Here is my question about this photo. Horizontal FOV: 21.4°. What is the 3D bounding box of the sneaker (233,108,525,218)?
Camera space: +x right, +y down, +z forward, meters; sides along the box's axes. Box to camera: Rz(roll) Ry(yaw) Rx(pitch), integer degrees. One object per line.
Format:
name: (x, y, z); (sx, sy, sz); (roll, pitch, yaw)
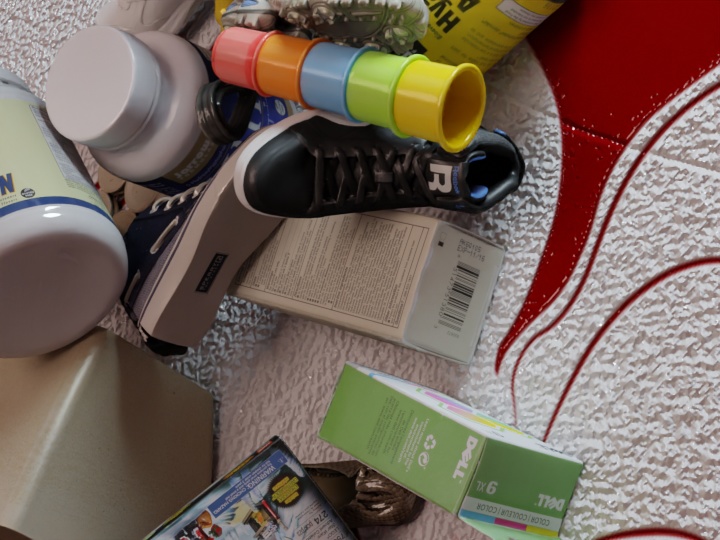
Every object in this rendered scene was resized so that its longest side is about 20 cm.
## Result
sneaker: (0.022, -0.072, 1.310); (0.112, 0.199, 0.073); (24, 121, 59)

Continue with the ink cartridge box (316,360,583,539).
ink cartridge box: (0.075, 0.128, 1.262); (0.200, 0.104, 0.060); (25, 94, 47)

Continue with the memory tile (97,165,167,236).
memory tile: (-0.175, -0.096, 1.658); (0.153, 0.017, 0.201); (30, 98, 46)

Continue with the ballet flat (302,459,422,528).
ballet flat: (-0.040, 0.170, 1.402); (0.199, 0.046, 0.068); (-12, 66, 42)

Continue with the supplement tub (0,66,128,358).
supplement tub: (-0.274, -0.048, 1.448); (0.145, 0.145, 0.200); (-49, 50, 21)

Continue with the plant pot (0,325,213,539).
plant pot: (-0.231, 0.147, 1.510); (0.199, 0.200, 0.178); (1, 63, 45)

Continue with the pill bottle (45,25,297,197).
pill bottle: (-0.148, -0.121, 1.495); (0.119, 0.200, 0.120); (-8, 75, 32)

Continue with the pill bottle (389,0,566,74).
pill bottle: (0.060, -0.189, 1.391); (0.200, 0.111, 0.112); (-41, 50, 28)

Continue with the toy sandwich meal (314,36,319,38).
toy sandwich meal: (-0.022, -0.282, 1.543); (0.205, 0.070, 0.206); (-11, 73, 39)

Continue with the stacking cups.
stacking cups: (-0.013, -0.127, 1.305); (0.199, 0.060, 0.061); (14, 85, 33)

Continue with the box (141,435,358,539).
box: (-0.094, 0.229, 1.321); (0.200, 0.137, 0.040); (-38, 4, -8)

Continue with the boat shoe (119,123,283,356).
boat shoe: (-0.122, -0.041, 1.428); (0.200, 0.075, 0.093); (-55, 49, 14)

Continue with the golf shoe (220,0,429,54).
golf shoe: (-0.020, -0.204, 1.345); (0.200, 0.078, 0.098); (9, 72, 49)

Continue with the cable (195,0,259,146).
cable: (-0.094, -0.148, 1.461); (0.050, 0.097, 0.200); (-11, 40, 22)

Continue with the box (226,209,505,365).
box: (0.000, 0.000, 1.403); (0.200, 0.078, 0.095); (16, 86, 47)

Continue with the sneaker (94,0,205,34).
sneaker: (-0.170, -0.266, 1.652); (0.200, 0.099, 0.078); (-28, 42, 32)
